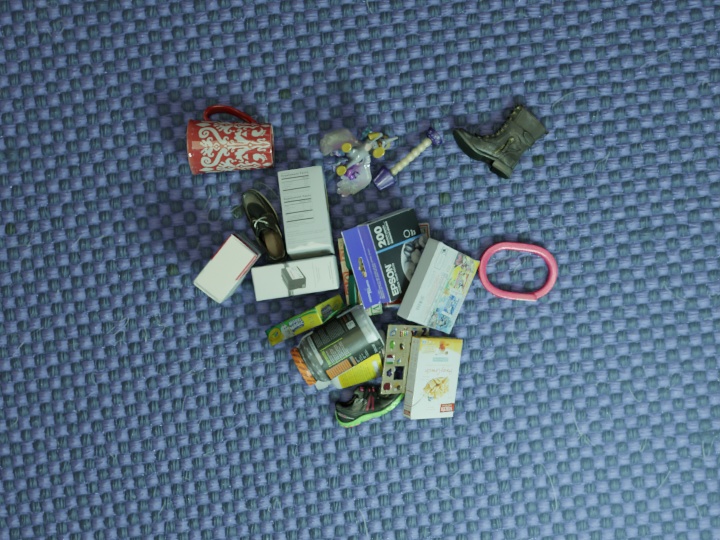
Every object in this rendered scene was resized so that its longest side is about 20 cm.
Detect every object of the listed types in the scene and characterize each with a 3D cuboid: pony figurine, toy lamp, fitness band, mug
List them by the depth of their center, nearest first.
[{"bbox_3d":[-0.008,-0.280,1.653,0.192,0.200,0.167,-23,98,17],"label":"pony figurine"},{"bbox_3d":[-0.316,-0.327,1.671,0.199,0.133,0.179,-1,93,-2],"label":"mug"},{"bbox_3d":[0.114,-0.276,1.702,0.200,0.058,0.058,-40,91,-1],"label":"toy lamp"},{"bbox_3d":[0.397,0.002,1.715,0.199,0.037,0.144,7,89,0],"label":"fitness band"}]

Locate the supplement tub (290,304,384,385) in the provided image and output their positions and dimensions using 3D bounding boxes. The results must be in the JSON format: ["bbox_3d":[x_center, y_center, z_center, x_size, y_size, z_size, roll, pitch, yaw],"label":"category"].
[{"bbox_3d":[-0.055,0.177,1.582,0.199,0.123,0.123,-29,91,-3],"label":"supplement tub"}]

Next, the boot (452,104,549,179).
[{"bbox_3d":[0.350,-0.344,1.698,0.200,0.069,0.174,36,86,-4],"label":"boot"}]

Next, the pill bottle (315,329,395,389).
[{"bbox_3d":[-0.022,0.227,1.685,0.199,0.112,0.113,-17,91,1],"label":"pill bottle"}]

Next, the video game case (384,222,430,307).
[{"bbox_3d":[0.116,-0.016,1.693,0.142,0.017,0.201,-5,91,-28],"label":"video game case"}]

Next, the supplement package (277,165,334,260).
[{"bbox_3d":[-0.132,-0.139,1.663,0.109,0.114,0.201,-8,81,1],"label":"supplement package"}]

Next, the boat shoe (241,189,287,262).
[{"bbox_3d":[-0.240,-0.115,1.705,0.072,0.068,0.201,-25,89,3],"label":"boat shoe"}]

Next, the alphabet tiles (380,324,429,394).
[{"bbox_3d":[0.135,0.219,1.676,0.199,0.008,0.168,6,91,-38],"label":"alphabet tiles"}]

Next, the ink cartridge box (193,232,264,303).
[{"bbox_3d":[-0.313,-0.010,1.642,0.083,0.200,0.145,38,92,-4],"label":"ink cartridge box"}]

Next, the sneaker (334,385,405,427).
[{"bbox_3d":[0.025,0.324,1.705,0.199,0.077,0.084,-25,95,0],"label":"sneaker"}]

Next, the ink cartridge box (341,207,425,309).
[{"bbox_3d":[0.070,-0.031,1.633,0.199,0.043,0.199,-22,100,-27],"label":"ink cartridge box"}]

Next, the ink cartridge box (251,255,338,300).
[{"bbox_3d":[-0.155,0.017,1.666,0.199,0.145,0.084,-8,92,1],"label":"ink cartridge box"}]

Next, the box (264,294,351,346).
[{"bbox_3d":[-0.124,0.117,1.640,0.199,0.117,0.049,-24,91,32],"label":"box"}]

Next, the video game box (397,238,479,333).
[{"bbox_3d":[0.193,0.041,1.656,0.182,0.047,0.201,22,92,-44],"label":"video game box"}]

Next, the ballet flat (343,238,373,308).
[{"bbox_3d":[0.000,0.000,1.653,0.065,0.070,0.201,-5,94,-27],"label":"ballet flat"}]

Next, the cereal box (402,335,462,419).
[{"bbox_3d":[0.180,0.265,1.684,0.143,0.039,0.201,5,91,-36],"label":"cereal box"}]

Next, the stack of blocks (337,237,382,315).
[{"bbox_3d":[0.013,0.011,1.706,0.115,0.059,0.201,-8,91,1],"label":"stack of blocks"}]
